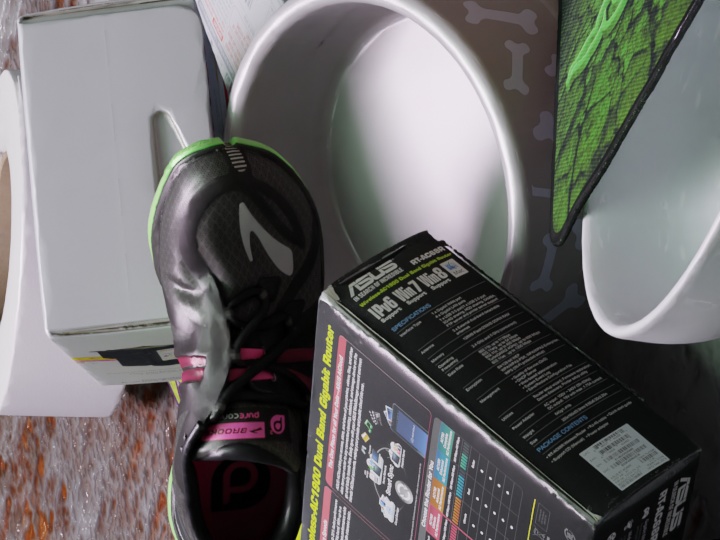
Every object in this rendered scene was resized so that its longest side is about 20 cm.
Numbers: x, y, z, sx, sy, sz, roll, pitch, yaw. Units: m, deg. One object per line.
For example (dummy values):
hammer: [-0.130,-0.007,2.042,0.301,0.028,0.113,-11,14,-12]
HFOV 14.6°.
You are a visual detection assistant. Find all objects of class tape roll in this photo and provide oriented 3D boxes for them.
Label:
tape roll: [-0.176,-0.016,1.626,0.202,0.070,0.204,-177,90,-76]

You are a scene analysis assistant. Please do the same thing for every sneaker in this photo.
sneaker: [-0.044,0.042,1.144,0.084,0.076,0.201,-124,28,-65]

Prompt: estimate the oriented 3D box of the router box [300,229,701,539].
router box: [0.048,0.106,1.101,0.150,0.062,0.201,39,143,29]

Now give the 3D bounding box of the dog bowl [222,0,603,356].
dog bowl: [0.020,-0.037,1.169,0.199,0.058,0.201,13,109,43]

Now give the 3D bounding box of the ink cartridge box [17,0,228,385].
ink cartridge box: [-0.100,-0.032,1.289,0.200,0.082,0.147,79,-175,-81]

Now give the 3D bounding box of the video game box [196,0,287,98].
video game box: [-0.041,-0.056,1.397,0.200,0.047,0.183,63,143,41]

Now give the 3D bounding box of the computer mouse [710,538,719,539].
computer mouse: [0.113,0.104,1.101,0.200,0.034,0.059,16,124,57]

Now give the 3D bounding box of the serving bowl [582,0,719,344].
serving bowl: [0.139,-0.066,0.947,0.200,0.065,0.201,-165,90,-79]

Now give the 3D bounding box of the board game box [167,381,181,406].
board game box: [-0.080,0.066,1.464,0.120,0.032,0.200,74,172,-49]

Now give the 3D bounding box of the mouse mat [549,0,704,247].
mouse mat: [0.105,-0.124,1.012,0.200,0.007,0.162,118,163,-47]

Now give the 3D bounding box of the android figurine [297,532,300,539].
android figurine: [0.008,0.166,1.317,0.200,0.041,0.183,115,144,-46]
